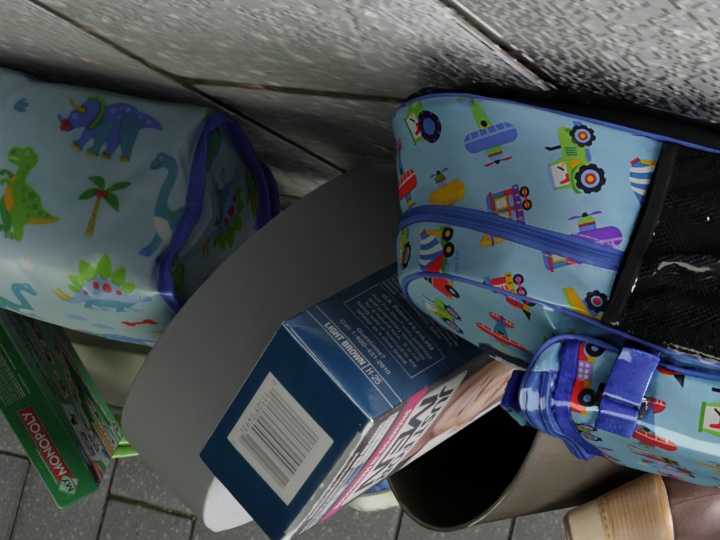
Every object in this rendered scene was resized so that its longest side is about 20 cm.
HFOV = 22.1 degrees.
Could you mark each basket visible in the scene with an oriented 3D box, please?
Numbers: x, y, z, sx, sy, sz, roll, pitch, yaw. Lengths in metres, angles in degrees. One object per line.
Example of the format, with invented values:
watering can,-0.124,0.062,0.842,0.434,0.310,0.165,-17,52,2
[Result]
basket,0.131,0.067,1.074,0.199,0.181,0.136,8,-165,-40

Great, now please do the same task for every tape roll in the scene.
tape roll,-0.027,0.041,0.947,0.066,0.200,0.200,45,-178,17

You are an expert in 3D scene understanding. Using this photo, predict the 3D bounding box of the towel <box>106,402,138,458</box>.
towel,-0.124,0.091,1.285,0.149,0.031,0.200,0,-163,10

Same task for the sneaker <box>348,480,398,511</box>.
sneaker,0.048,0.072,1.214,0.111,0.200,0.077,52,-162,-23

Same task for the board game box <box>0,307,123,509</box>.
board game box,-0.210,0.036,1.111,0.029,0.200,0.135,-29,-173,3

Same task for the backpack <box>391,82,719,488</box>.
backpack,0.100,0.005,0.729,0.199,0.135,0.183,15,172,12

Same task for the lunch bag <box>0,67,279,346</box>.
lunch bag,-0.137,-0.021,0.981,0.169,0.128,0.200,13,162,14

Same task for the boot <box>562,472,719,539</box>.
boot,0.209,0.157,1.062,0.166,0.073,0.200,-13,157,8

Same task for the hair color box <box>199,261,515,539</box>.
hair color box,0.027,0.039,0.847,0.061,0.100,0.200,47,-137,14

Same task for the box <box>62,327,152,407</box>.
box,-0.111,0.048,1.196,0.199,0.082,0.069,9,140,40
